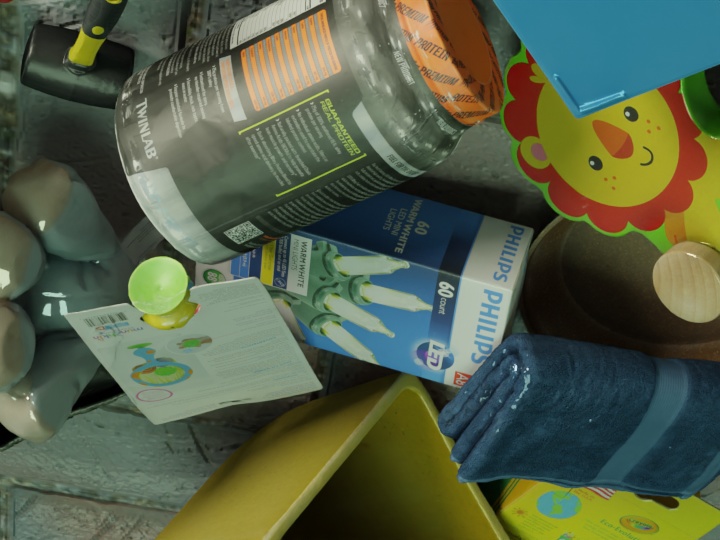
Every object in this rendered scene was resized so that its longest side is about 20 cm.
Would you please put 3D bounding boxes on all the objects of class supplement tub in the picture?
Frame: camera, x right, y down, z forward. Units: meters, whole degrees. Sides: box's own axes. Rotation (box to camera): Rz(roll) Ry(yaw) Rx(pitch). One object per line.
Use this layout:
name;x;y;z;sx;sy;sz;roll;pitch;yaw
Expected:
supplement tub;-0.028;-0.093;1.171;0.199;0.123;0.123;-23;128;21

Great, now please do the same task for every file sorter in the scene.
file sorter;0.125;-0.205;1.038;0.138;0.123;0.200;-20;129;27

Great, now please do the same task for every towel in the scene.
towel;0.156;0.095;1.302;0.199;0.049;0.112;10;134;-29

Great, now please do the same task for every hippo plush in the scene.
hippo plush;-0.226;-0.004;1.306;0.160;0.200;0.160;12;130;35

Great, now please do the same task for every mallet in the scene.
mallet;-0.139;-0.130;1.159;0.066;0.041;0.200;16;167;-19

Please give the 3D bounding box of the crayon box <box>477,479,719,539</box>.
crayon box;0.152;0.178;1.481;0.127;0.051;0.200;30;133;-21

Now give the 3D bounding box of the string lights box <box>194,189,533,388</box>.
string lights box;0.000;0.000;1.294;0.199;0.059;0.103;16;137;9

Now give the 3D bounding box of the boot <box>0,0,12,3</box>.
boot;-0.109;-0.181;1.141;0.200;0.073;0.144;-33;124;31

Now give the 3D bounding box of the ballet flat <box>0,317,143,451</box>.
ballet flat;-0.184;0.077;1.426;0.199;0.057;0.066;-26;127;31

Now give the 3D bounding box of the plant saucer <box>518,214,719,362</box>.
plant saucer;0.199;0.005;1.306;0.199;0.037;0.201;5;137;5

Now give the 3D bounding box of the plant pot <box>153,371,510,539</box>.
plant pot;-0.040;0.209;1.427;0.199;0.194;0.196;-10;117;42

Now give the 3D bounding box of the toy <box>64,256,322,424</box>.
toy;-0.099;0.036;1.271;0.114;0.047;0.200;-12;160;6

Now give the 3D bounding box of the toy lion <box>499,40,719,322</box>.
toy lion;0.174;-0.081;1.157;0.192;0.069;0.200;47;139;4
